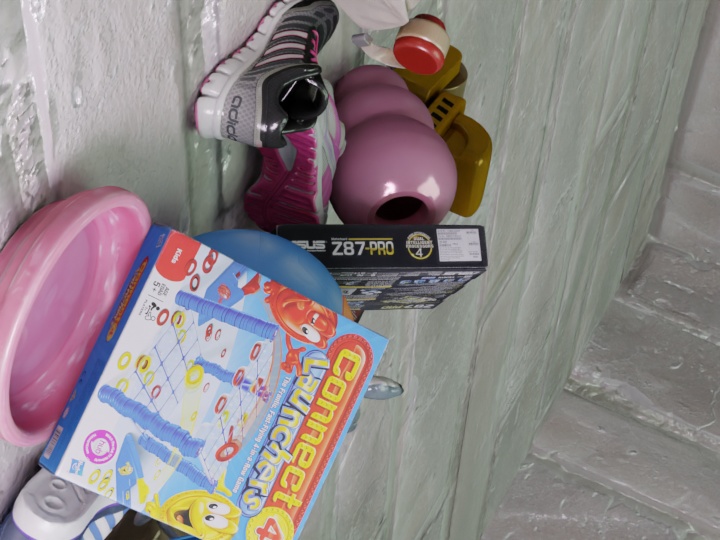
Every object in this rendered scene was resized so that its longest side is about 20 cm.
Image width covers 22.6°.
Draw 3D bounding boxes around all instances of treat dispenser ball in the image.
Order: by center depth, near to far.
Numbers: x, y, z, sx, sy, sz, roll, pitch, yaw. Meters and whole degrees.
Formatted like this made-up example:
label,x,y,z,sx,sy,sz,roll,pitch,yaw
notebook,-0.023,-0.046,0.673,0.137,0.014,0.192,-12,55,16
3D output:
label,x,y,z,sx,sy,sz,roll,pitch,yaw
treat dispenser ball,-0.102,0.066,1.492,0.201,0.200,0.201,-58,163,-30

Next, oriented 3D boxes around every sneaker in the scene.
label,x,y,z,sx,sy,sz,roll,pitch,yaw
sneaker,-0.245,0.218,1.483,0.147,0.080,0.200,-64,171,24
sneaker,-0.057,-0.163,1.521,0.200,0.087,0.074,-52,159,-44
sneaker,-0.051,-0.102,1.647,0.200,0.081,0.088,101,16,-52

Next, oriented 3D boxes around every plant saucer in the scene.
label,x,y,z,sx,sy,sz,roll,pitch,yaw
plant saucer,-0.222,0.027,1.311,0.201,0.051,0.201,-58,164,-28

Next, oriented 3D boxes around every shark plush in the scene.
label,x,y,z,sx,sy,sz,roll,pitch,yaw
shark plush,-0.033,0.117,1.763,0.083,0.091,0.200,-51,162,9

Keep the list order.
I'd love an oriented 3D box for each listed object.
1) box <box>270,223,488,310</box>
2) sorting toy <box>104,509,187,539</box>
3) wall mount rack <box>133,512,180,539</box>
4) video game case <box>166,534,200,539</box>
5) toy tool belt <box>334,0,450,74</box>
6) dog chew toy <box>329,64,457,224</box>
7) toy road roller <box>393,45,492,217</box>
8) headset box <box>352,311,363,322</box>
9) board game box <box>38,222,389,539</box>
label,x,y,z,sx,sy,sz,roll,pitch,yaw
box,0.000,0.000,1.682,0.161,0.199,0.049,133,-46,-67
sorting toy,-0.230,0.273,1.643,0.200,0.036,0.186,-43,148,-37
wall mount rack,-0.106,0.171,1.610,0.200,0.075,0.174,-42,171,-37
video game case,-0.169,0.266,1.582,0.143,0.018,0.200,-39,159,33
toy tool belt,0.026,-0.272,1.524,0.200,0.125,0.123,42,59,-38
dog chew toy,0.021,-0.121,1.733,0.125,0.124,0.201,98,-15,-46
toy road roller,0.082,-0.138,1.924,0.200,0.145,0.123,-51,159,-45
headset box,-0.073,0.080,1.850,0.201,0.077,0.149,-65,165,-8
board game box,-0.108,0.097,1.352,0.201,0.195,0.056,-65,-158,-5
